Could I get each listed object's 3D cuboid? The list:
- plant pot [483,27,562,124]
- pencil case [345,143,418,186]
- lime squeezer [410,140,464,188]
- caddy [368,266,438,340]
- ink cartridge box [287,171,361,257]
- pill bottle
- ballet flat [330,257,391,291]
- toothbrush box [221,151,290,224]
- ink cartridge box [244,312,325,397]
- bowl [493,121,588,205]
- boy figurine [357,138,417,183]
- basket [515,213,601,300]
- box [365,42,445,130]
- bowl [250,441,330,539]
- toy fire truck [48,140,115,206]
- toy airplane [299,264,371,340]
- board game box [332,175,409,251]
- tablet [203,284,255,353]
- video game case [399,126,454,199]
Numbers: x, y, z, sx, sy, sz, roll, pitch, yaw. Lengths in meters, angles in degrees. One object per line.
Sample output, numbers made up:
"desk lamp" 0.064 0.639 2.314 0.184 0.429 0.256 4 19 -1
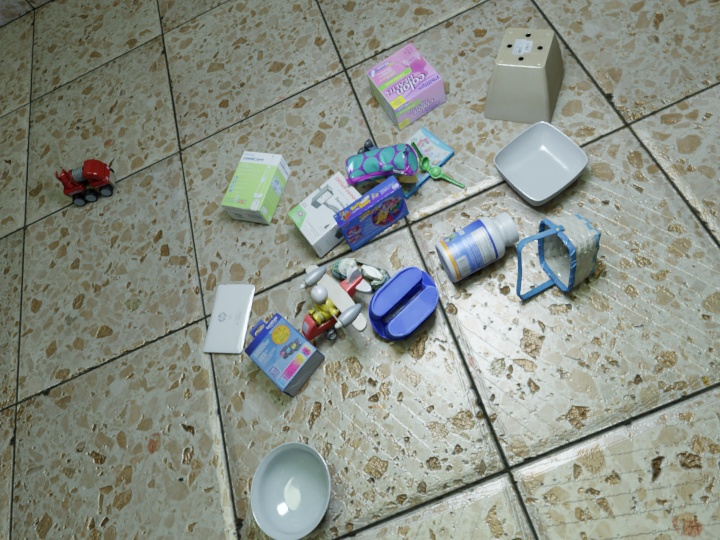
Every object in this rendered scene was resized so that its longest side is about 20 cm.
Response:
"plant pot" 0.464 -0.561 1.490 0.194 0.178 0.205 14 69 22
"pencil case" 0.056 -0.290 1.456 0.194 0.086 0.095 -6 50 30
"lime squeezer" 0.208 -0.295 1.490 0.198 0.070 0.038 37 63 -15
"caddy" 0.110 0.083 1.333 0.199 0.105 0.142 -41 84 -6
"ink cartridge box" -0.088 -0.163 1.523 0.199 0.084 0.146 -40 60 -4
"pill bottle" 0.297 -0.065 1.338 0.196 0.113 0.114 -28 59 2
"ballet flat" 0.000 0.000 1.425 0.195 0.075 0.076 17 70 24
"toothbrush box" -0.323 -0.259 1.644 0.141 0.086 0.206 9 68 21
"ink cartridge box" -0.210 0.211 1.386 0.198 0.077 0.137 36 79 30
"bowl" 0.478 -0.274 1.405 0.197 0.075 0.202 -36 59 -2
"boy figurine" 0.079 -0.303 1.532 0.198 0.065 0.125 36 76 31
"basket" 0.455 -0.029 1.243 0.195 0.180 0.140 -24 44 -11
"box" 0.140 -0.575 1.645 0.173 0.097 0.203 -31 60 0
"bowl" -0.147 0.508 1.211 0.194 0.091 0.208 -7 64 14
"toy fire truck" -0.976 -0.349 1.826 0.170 0.201 0.132 -16 61 9
"toy airplane" -0.069 0.068 1.339 0.194 0.140 0.206 -10 65 29
"board game box" 0.032 -0.154 1.452 0.197 0.135 0.045 -33 59 -1
"tablet" -0.376 0.136 1.510 0.126 0.014 0.206 -1 64 17
"video game case" 0.161 -0.321 1.560 0.199 0.018 0.143 -43 60 -6
